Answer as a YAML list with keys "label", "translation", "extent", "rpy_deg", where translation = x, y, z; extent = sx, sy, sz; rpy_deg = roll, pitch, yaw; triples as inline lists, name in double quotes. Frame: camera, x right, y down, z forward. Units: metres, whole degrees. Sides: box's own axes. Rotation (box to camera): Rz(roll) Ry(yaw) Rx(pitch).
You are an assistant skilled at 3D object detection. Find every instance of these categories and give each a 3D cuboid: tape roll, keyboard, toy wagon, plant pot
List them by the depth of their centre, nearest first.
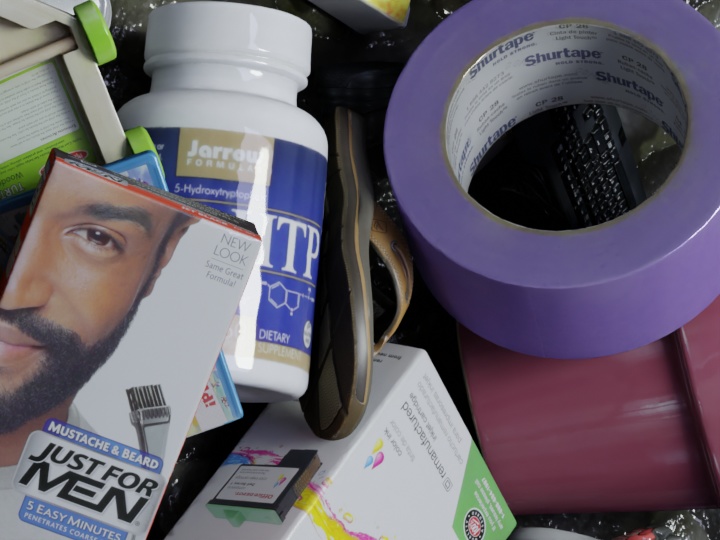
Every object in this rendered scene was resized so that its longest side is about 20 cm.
- label: "toy wagon"
  translation: [-0.179, -0.040, 1.356]
  extent: [0.154, 0.040, 0.201]
  rpy_deg: [-23, 105, -7]
- label: "tape roll"
  translation: [0.116, -0.058, 1.467]
  extent: [0.085, 0.199, 0.201]
  rpy_deg: [72, 39, -60]
- label: "plant pot"
  translation: [0.156, 0.060, 1.563]
  extent: [0.200, 0.178, 0.201]
  rpy_deg: [-14, 90, -81]
- label: "keyboard"
  translation: [0.141, -0.044, 1.624]
  extent: [0.104, 0.040, 0.200]
  rpy_deg: [-51, 142, -19]

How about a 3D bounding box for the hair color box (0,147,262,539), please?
- label: "hair color box"
  translation: [-0.135, 0.054, 1.302]
  extent: [0.110, 0.064, 0.201]
  rpy_deg: [20, 95, -9]

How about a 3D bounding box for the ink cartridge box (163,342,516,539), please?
- label: "ink cartridge box"
  translation: [-0.018, 0.158, 1.476]
  extent: [0.200, 0.084, 0.145]
  rpy_deg: [-52, 131, -31]

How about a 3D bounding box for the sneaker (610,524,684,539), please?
- label: "sneaker"
  translation: [0.105, 0.198, 1.490]
  extent: [0.200, 0.098, 0.071]
  rpy_deg: [-36, 124, -39]

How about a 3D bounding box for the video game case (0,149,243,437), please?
- label: "video game case"
  translation: [-0.174, 0.039, 1.335]
  extent: [0.199, 0.018, 0.144]
  rpy_deg: [-19, 101, -4]

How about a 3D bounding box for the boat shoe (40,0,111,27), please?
- label: "boat shoe"
  translation: [-0.194, -0.181, 1.374]
  extent: [0.200, 0.068, 0.072]
  rpy_deg: [46, 60, -29]

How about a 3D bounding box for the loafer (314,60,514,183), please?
- label: "loafer"
  translation: [0.058, -0.089, 1.593]
  extent: [0.199, 0.073, 0.073]
  rpy_deg: [-5, 100, -32]

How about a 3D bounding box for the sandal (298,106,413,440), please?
- label: "sandal"
  translation: [0.000, 0.000, 1.464]
  extent: [0.054, 0.082, 0.201]
  rpy_deg: [13, 50, -17]

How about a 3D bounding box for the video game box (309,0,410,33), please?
- label: "video game box"
  translation: [-0.032, -0.261, 1.536]
  extent: [0.200, 0.047, 0.183]
  rpy_deg: [30, 66, -35]

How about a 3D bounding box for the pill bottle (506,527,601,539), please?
- label: "pill bottle"
  translation: [0.109, 0.261, 1.575]
  extent: [0.112, 0.112, 0.201]
  rpy_deg: [30, 67, -35]

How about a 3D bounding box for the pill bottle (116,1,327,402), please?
- label: "pill bottle"
  translation: [-0.079, -0.036, 1.430]
  extent: [0.119, 0.119, 0.201]
  rpy_deg: [11, 79, -40]
